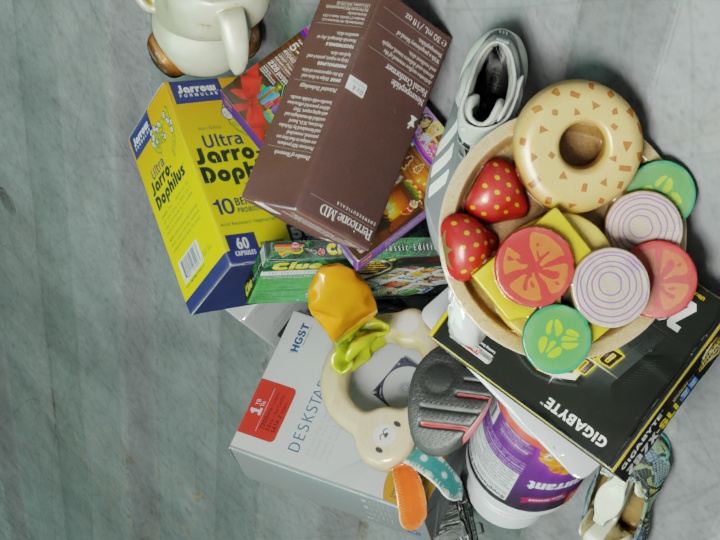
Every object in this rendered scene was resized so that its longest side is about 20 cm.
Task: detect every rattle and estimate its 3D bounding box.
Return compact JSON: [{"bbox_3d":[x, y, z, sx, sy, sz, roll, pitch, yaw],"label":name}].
[{"bbox_3d":[0.024,0.110,1.389,0.143,0.130,0.200,92,174,-59],"label":"rattle"}]

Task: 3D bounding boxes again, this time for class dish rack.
[{"bbox_3d":[0.089,0.245,1.587,0.200,0.054,0.154,-101,-8,-62],"label":"dish rack"}]

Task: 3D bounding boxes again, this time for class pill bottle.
[{"bbox_3d":[0.159,0.155,1.439,0.111,0.111,0.200,45,148,19],"label":"pill bottle"}]

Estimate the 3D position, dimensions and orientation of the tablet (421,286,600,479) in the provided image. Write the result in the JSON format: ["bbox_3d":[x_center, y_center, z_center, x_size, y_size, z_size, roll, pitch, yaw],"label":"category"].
[{"bbox_3d":[0.163,0.066,1.337,0.200,0.130,0.014,46,167,17],"label":"tablet"}]

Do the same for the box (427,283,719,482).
[{"bbox_3d":[0.178,0.047,1.269,0.200,0.160,0.049,37,178,31],"label":"box"}]

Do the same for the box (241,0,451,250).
[{"bbox_3d":[-0.010,-0.129,1.311,0.075,0.200,0.100,17,173,44],"label":"box"}]

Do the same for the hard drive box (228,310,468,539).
[{"bbox_3d":[0.001,0.147,1.497,0.200,0.156,0.077,16,156,19],"label":"hard drive box"}]

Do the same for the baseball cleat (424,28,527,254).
[{"bbox_3d":[0.088,-0.093,1.262,0.070,0.106,0.200,9,104,7],"label":"baseball cleat"}]

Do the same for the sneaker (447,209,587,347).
[{"bbox_3d":[0.138,-0.022,1.247,0.087,0.200,0.075,33,-178,18],"label":"sneaker"}]

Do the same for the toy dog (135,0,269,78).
[{"bbox_3d":[-0.137,-0.255,1.465,0.194,0.139,0.200,59,163,10],"label":"toy dog"}]

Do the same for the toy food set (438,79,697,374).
[{"bbox_3d":[0.159,-0.027,1.198,0.198,0.200,0.049,50,176,-4],"label":"toy food set"}]

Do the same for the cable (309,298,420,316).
[{"bbox_3d":[0.022,0.079,1.580,0.163,0.051,0.200,39,156,1],"label":"cable"}]

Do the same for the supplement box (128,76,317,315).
[{"bbox_3d":[-0.130,-0.074,1.522,0.110,0.109,0.200,-46,60,51],"label":"supplement box"}]

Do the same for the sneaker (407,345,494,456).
[{"bbox_3d":[0.102,0.077,1.393,0.074,0.200,0.087,12,160,22],"label":"sneaker"}]

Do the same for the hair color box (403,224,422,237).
[{"bbox_3d":[-0.035,-0.064,1.560,0.200,0.061,0.099,-6,113,57],"label":"hair color box"}]

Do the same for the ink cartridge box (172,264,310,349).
[{"bbox_3d":[-0.102,0.034,1.694,0.116,0.067,0.200,37,176,30],"label":"ink cartridge box"}]

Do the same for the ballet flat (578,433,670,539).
[{"bbox_3d":[0.229,0.217,1.439,0.074,0.074,0.200,38,145,29],"label":"ballet flat"}]

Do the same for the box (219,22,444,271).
[{"bbox_3d":[-0.011,-0.120,1.396,0.200,0.137,0.039,51,171,9],"label":"box"}]

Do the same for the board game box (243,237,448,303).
[{"bbox_3d":[0.000,0.000,1.448,0.105,0.200,0.024,125,140,-64],"label":"board game box"}]
